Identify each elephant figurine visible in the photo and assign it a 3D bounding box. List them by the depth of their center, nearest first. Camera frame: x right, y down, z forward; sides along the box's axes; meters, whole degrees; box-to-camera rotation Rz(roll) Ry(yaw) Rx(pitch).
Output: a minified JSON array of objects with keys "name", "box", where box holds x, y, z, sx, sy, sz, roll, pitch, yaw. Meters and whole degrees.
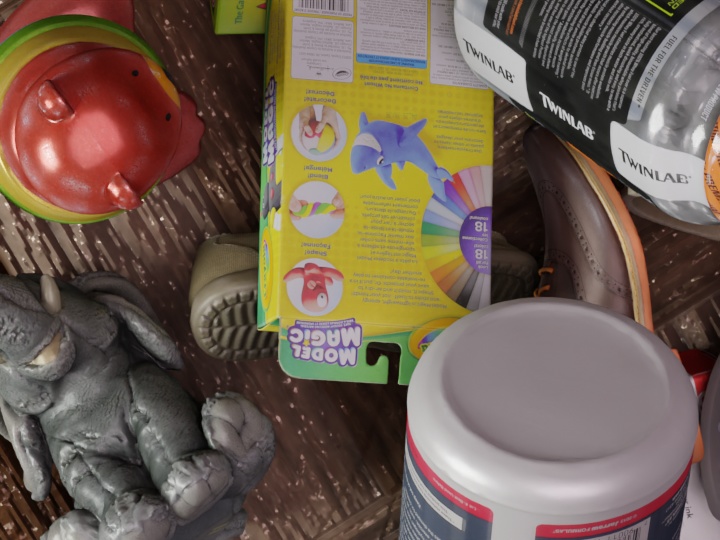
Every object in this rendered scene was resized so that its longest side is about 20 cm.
[{"name":"elephant figurine","box":[-0.143,0.056,1.498,0.141,0.155,0.200,-30,74,-38]}]

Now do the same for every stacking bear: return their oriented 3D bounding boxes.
[{"name":"stacking bear","box":[-0.136,-0.075,1.436,0.114,0.200,0.122,-32,102,-4]}]

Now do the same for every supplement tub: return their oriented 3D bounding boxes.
[{"name":"supplement tub","box":[0.147,-0.102,1.398,0.122,0.200,0.123,-22,131,-28]},{"name":"supplement tub","box":[0.088,0.126,1.430,0.140,0.141,0.200,-5,133,-9]}]

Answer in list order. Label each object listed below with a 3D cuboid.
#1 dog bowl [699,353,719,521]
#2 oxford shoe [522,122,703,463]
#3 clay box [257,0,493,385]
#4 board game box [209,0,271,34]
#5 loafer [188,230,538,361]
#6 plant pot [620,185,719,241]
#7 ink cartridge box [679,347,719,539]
[{"name":"dog bowl","box":[0.280,0.094,1.525,0.199,0.059,0.201,3,82,-17]},{"name":"oxford shoe","box":[0.115,0.014,1.512,0.073,0.071,0.201,-19,82,-3]},{"name":"clay box","box":[0.008,-0.040,1.471,0.114,0.048,0.201,5,81,-17]},{"name":"board game box","box":[0.024,-0.174,1.500,0.199,0.048,0.102,-2,142,-10]},{"name":"loafer","box":[0.000,0.000,1.534,0.199,0.068,0.076,-2,135,-25]},{"name":"plant pot","box":[0.249,-0.107,1.517,0.200,0.200,0.184,12,85,-11]},{"name":"ink cartridge box","box":[0.150,0.116,1.579,0.199,0.067,0.117,-15,100,-7]}]
